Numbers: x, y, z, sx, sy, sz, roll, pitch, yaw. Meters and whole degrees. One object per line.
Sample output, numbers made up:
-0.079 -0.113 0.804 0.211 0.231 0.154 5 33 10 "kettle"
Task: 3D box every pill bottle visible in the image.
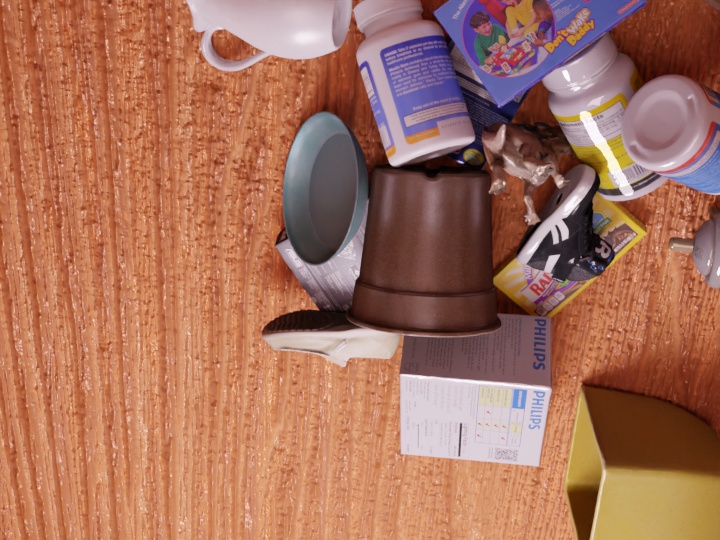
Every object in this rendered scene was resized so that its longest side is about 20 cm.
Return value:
0.300 -0.194 1.416 0.114 0.114 0.200 -25 118 20 "pill bottle"
0.060 -0.237 1.415 0.112 0.112 0.200 -17 88 17 "pill bottle"
0.404 -0.150 1.356 0.200 0.112 0.112 14 128 -43 "pill bottle"

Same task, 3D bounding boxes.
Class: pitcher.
-0.115 -0.311 1.437 0.200 0.121 0.172 12 141 14 "pitcher"

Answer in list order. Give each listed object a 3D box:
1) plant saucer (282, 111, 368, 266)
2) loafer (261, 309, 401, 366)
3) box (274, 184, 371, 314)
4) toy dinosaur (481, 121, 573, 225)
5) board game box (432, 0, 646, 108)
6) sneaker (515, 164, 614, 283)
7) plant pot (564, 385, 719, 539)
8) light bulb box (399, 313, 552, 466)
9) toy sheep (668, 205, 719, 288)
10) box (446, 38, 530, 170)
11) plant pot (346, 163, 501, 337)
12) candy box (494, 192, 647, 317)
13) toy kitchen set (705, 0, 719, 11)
-0.041 -0.105 1.504 0.036 0.200 0.200 3 125 -31 "plant saucer"
-0.038 0.097 1.601 0.200 0.076 0.068 -2 112 10 "loafer"
0.000 0.000 1.614 0.158 0.048 0.200 -27 111 20 "box"
0.192 -0.149 1.421 0.086 0.136 0.200 -33 145 25 "toy dinosaur"
0.203 -0.298 1.319 0.200 0.045 0.135 -35 89 12 "board game box"
0.287 -0.054 1.478 0.112 0.073 0.200 25 148 -4 "sneaker"
0.411 0.298 1.637 0.200 0.196 0.195 3 119 0 "plant pot"
0.158 0.162 1.602 0.200 0.125 0.198 4 139 6 "light bulb box"
0.494 -0.026 1.477 0.200 0.138 0.138 1 118 8 "toy sheep"
0.149 -0.235 1.473 0.121 0.032 0.200 27 117 -6 "box"
0.084 -0.032 1.475 0.200 0.200 0.199 3 100 7 "plant pot"
0.280 -0.021 1.573 0.102 0.026 0.200 40 116 -9 "candy box"
0.383 -0.274 1.348 0.180 0.200 0.163 -1 156 10 "toy kitchen set"
